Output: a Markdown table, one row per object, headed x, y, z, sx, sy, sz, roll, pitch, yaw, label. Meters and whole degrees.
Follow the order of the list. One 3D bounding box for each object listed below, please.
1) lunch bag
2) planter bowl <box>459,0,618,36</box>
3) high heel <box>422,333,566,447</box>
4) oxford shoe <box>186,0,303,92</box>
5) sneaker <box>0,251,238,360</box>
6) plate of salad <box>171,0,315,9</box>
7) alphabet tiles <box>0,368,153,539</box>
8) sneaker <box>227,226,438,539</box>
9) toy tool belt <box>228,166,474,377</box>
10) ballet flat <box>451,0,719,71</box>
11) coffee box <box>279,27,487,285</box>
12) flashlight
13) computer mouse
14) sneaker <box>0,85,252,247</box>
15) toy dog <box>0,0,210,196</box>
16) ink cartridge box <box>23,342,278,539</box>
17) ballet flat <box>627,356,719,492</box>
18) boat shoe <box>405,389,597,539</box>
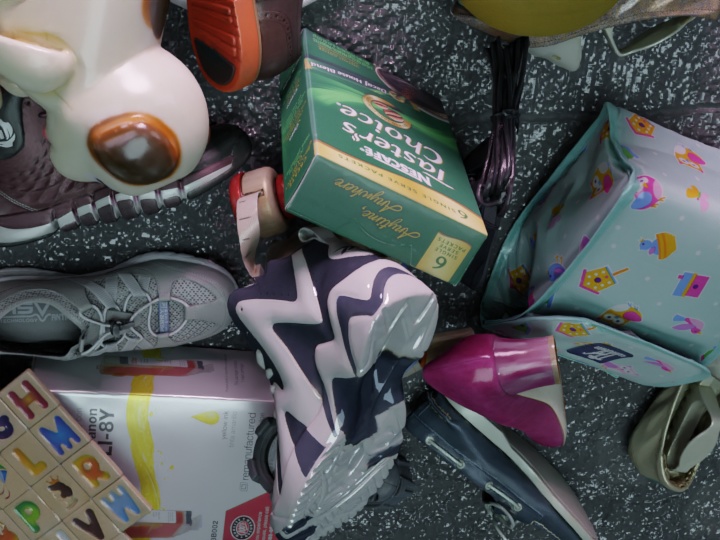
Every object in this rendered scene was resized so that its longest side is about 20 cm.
| x | y | z | sx | sy | sz | roll | pitch | yaw | label |
| --- | --- | --- | --- | --- | --- | --- | --- | --- | --- |
| 0.203 | 0.001 | 0.872 | 0.169 | 0.123 | 0.201 | 18 | 127 | -20 | lunch bag |
| 0.114 | -0.210 | 0.745 | 0.198 | 0.202 | 0.084 | -11 | 143 | -3 | planter bowl |
| 0.107 | 0.098 | 0.896 | 0.095 | 0.200 | 0.068 | -8 | 72 | 9 | high heel |
| -0.068 | -0.216 | 0.722 | 0.072 | 0.071 | 0.202 | -23 | 129 | -37 | oxford shoe |
| -0.185 | 0.039 | 0.848 | 0.198 | 0.082 | 0.076 | -6 | 115 | -6 | sneaker |
| -0.076 | -0.258 | 0.749 | 0.198 | 0.048 | 0.202 | -3 | 114 | -6 | plate of salad |
| -0.249 | 0.164 | 0.850 | 0.166 | 0.006 | 0.200 | -35 | 101 | 23 | alphabet tiles |
| -0.036 | 0.063 | 0.738 | 0.079 | 0.129 | 0.201 | -11 | 128 | -37 | sneaker |
| 0.000 | 0.000 | 0.831 | 0.122 | 0.125 | 0.201 | -16 | 123 | 13 | toy tool belt |
| 0.163 | -0.177 | 0.813 | 0.198 | 0.068 | 0.068 | -12 | 123 | -1 | ballet flat |
| 0.009 | -0.079 | 0.757 | 0.122 | 0.201 | 0.044 | 25 | 117 | -18 | coffee box |
| -0.012 | 0.147 | 0.868 | 0.067 | 0.068 | 0.200 | -26 | 156 | 15 | flashlight |
| 0.080 | -0.077 | 0.819 | 0.045 | 0.200 | 0.142 | 8 | 72 | 2 | computer mouse |
| -0.180 | -0.095 | 0.795 | 0.198 | 0.076 | 0.117 | -17 | 113 | 0 | sneaker |
| -0.156 | -0.145 | 0.711 | 0.192 | 0.140 | 0.202 | -14 | 103 | 2 | toy dog |
| -0.154 | 0.139 | 0.898 | 0.198 | 0.084 | 0.147 | 4 | 113 | -10 | ink cartridge box |
| 0.286 | 0.094 | 0.954 | 0.069 | 0.070 | 0.202 | 16 | 111 | -15 | ballet flat |
| 0.118 | 0.171 | 0.959 | 0.062 | 0.075 | 0.200 | -42 | 112 | 10 | boat shoe |
